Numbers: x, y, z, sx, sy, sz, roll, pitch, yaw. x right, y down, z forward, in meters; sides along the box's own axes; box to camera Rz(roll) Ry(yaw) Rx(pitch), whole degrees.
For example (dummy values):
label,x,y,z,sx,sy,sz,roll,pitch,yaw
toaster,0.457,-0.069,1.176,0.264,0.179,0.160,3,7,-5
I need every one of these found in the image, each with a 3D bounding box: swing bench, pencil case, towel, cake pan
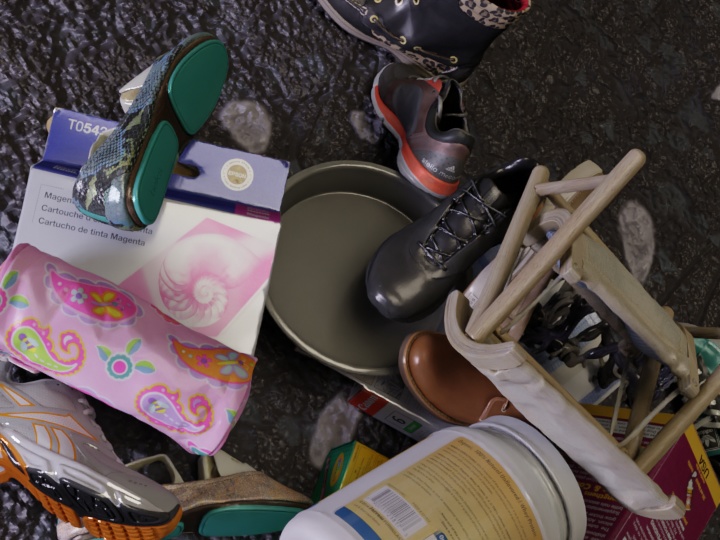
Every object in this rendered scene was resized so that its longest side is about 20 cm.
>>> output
label,x,y,z,sx,sy,sz,roll,pitch,yaw
swing bench,0.185,0.050,0.775,0.199,0.130,0.200,44,69,-20
pencil case,-0.174,0.058,0.713,0.200,0.087,0.088,28,62,-9
towel,0.172,0.059,0.996,0.147,0.024,0.200,-32,87,-30
cake pan,0.000,0.000,0.872,0.199,0.037,0.201,8,65,-16

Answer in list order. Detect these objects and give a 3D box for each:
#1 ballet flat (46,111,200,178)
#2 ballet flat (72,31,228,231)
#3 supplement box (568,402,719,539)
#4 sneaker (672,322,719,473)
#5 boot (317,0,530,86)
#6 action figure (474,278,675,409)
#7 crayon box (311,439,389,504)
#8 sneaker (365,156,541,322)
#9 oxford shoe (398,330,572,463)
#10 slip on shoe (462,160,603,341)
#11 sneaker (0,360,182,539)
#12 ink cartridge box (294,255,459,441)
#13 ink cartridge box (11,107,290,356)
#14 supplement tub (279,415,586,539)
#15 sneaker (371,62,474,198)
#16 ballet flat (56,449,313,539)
label,x,y,z,sx,sy,sz,roll,pitch,yaw
ballet flat,-0.171,-0.066,0.835,0.199,0.069,0.063,24,59,-18
ballet flat,-0.163,-0.114,0.767,0.074,0.074,0.200,31,48,-14
supplement box,0.207,0.222,0.878,0.200,0.131,0.103,-44,118,-31
sneaker,0.369,0.149,1.037,0.080,0.071,0.200,-38,93,-36
boot,0.057,-0.271,0.978,0.200,0.151,0.073,38,59,-11
action figure,0.197,0.043,0.936,0.200,0.119,0.102,32,102,-15
crayon box,0.001,0.256,0.816,0.119,0.058,0.200,30,61,-15
sneaker,0.081,-0.035,0.844,0.076,0.091,0.200,44,61,5
oxford shoe,0.117,0.104,0.835,0.200,0.071,0.072,32,64,-27
slip on shoe,0.164,-0.018,0.880,0.061,0.076,0.200,39,57,10
sneaker,-0.208,0.120,0.716,0.199,0.076,0.092,22,51,11
ink cartridge box,0.043,0.083,0.901,0.200,0.050,0.109,29,61,-5
ink cartridge box,-0.166,-0.013,0.781,0.196,0.043,0.201,12,86,-9
supplement tub,0.055,0.205,0.742,0.200,0.145,0.145,-24,84,-32
sneaker,0.070,-0.151,0.947,0.077,0.082,0.200,18,34,-29
ballet flat,-0.132,0.172,0.776,0.199,0.068,0.067,0,57,-28
